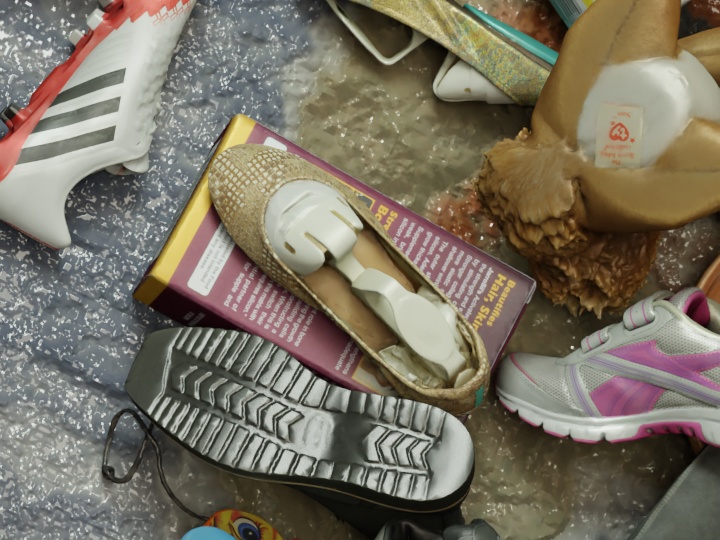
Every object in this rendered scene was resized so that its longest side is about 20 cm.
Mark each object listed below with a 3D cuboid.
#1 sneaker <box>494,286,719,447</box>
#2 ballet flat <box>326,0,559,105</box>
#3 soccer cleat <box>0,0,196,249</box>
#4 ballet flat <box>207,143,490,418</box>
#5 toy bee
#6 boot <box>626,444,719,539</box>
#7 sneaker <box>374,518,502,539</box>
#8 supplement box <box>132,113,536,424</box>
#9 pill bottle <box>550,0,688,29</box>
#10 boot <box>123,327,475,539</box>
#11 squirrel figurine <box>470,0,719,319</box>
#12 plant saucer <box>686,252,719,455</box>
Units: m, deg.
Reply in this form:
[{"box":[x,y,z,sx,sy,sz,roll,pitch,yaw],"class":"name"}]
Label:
[{"box":[0.172,0.052,1.451,0.199,0.081,0.089,1,96,24],"class":"sneaker"},{"box":[0.046,-0.141,1.500,0.200,0.071,0.071,34,76,-7],"class":"ballet flat"},{"box":[-0.140,-0.101,1.450,0.085,0.069,0.200,43,78,-13],"class":"soccer cleat"},{"box":[0.000,0.000,1.374,0.200,0.065,0.071,42,76,-4],"class":"ballet flat"},{"box":[-0.068,0.173,1.403,0.108,0.131,0.201,13,67,-35],"class":"toy bee"},{"box":[0.181,0.210,1.425,0.200,0.072,0.183,-34,121,-55],"class":"boot"},{"box":[0.024,0.184,1.384,0.066,0.200,0.091,-16,82,-41],"class":"sneaker"},{"box":[-0.016,0.011,1.447,0.199,0.086,0.111,30,76,-7],"class":"supplement box"},{"box":[0.131,-0.237,1.502,0.114,0.114,0.200,-34,91,-15],"class":"pill bottle"},{"box":[-0.033,0.108,1.424,0.199,0.138,0.078,22,69,12],"class":"boot"},{"box":[0.168,-0.067,1.471,0.200,0.186,0.142,-37,75,20],"class":"squirrel figurine"},{"box":[0.282,0.064,1.533,0.199,0.037,0.201,2,82,-13],"class":"plant saucer"}]
